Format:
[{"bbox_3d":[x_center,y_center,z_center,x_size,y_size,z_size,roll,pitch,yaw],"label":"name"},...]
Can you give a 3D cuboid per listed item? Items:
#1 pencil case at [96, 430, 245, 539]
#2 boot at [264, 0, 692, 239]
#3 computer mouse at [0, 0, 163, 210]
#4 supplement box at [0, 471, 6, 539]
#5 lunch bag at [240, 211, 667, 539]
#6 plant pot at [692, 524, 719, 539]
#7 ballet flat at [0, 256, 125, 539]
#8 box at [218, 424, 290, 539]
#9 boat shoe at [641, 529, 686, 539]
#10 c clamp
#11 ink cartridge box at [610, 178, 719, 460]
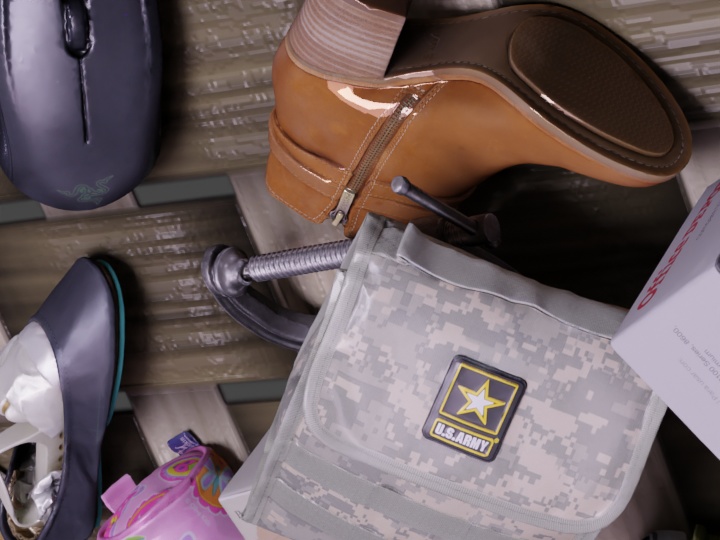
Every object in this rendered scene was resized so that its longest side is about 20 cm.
[{"bbox_3d":[-0.062,0.190,1.609,0.087,0.087,0.200,-29,105,40],"label":"pencil case"},{"bbox_3d":[0.048,-0.056,1.380,0.199,0.077,0.156,21,137,2],"label":"boot"},{"bbox_3d":[-0.147,-0.101,1.434,0.138,0.053,0.201,-11,130,-7],"label":"computer mouse"},{"bbox_3d":[-0.270,0.187,1.640,0.126,0.200,0.074,36,136,-1],"label":"supplement box"},{"bbox_3d":[0.049,0.066,1.375,0.163,0.118,0.200,21,145,-2],"label":"lunch bag"},{"bbox_3d":[0.243,0.239,1.421,0.192,0.201,0.201,9,127,8],"label":"plant pot"},{"bbox_3d":[-0.171,0.081,1.590,0.073,0.073,0.201,22,132,13],"label":"ballet flat"},{"bbox_3d":[0.022,0.167,1.548,0.095,0.078,0.200,-21,111,38],"label":"box"},{"bbox_3d":[0.127,0.165,1.421,0.056,0.200,0.069,9,96,7],"label":"boat shoe"},{"bbox_3d":[0.000,0.000,1.430,0.199,0.027,0.171,-13,151,39],"label":"c clamp"},{"bbox_3d":[0.219,-0.022,1.260,0.084,0.145,0.200,45,131,-6],"label":"ink cartridge box"}]
